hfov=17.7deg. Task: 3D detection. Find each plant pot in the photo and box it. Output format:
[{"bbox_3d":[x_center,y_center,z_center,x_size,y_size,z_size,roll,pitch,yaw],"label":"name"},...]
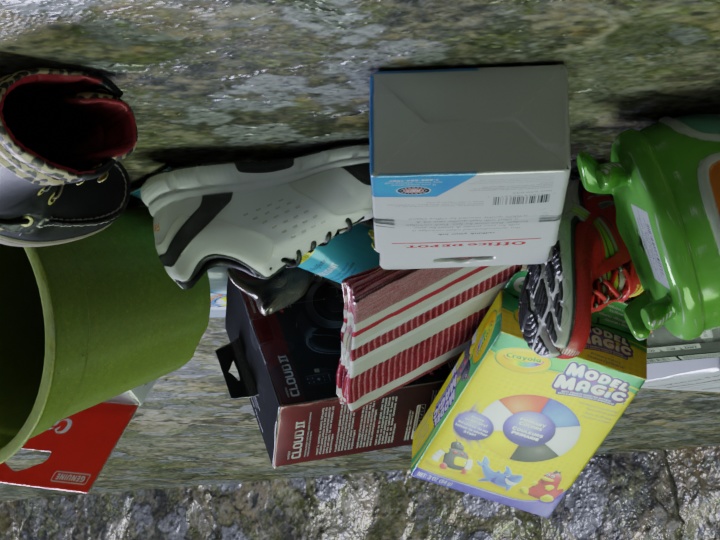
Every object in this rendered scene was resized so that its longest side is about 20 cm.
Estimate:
[{"bbox_3d":[-0.210,0.023,1.607,0.200,0.201,0.190,-11,180,42],"label":"plant pot"}]

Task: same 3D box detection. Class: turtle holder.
[{"bbox_3d":[0.220,-0.027,1.462,0.131,0.141,0.186,-19,159,-1],"label":"turtle holder"}]

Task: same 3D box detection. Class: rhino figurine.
[{"bbox_3d":[0.000,0.000,1.708,0.199,0.088,0.060,-1,172,-11],"label":"rhino figurine"}]

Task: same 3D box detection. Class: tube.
[{"bbox_3d":[-0.059,-0.033,1.613,0.200,0.051,0.077,19,155,-24],"label":"tube"}]

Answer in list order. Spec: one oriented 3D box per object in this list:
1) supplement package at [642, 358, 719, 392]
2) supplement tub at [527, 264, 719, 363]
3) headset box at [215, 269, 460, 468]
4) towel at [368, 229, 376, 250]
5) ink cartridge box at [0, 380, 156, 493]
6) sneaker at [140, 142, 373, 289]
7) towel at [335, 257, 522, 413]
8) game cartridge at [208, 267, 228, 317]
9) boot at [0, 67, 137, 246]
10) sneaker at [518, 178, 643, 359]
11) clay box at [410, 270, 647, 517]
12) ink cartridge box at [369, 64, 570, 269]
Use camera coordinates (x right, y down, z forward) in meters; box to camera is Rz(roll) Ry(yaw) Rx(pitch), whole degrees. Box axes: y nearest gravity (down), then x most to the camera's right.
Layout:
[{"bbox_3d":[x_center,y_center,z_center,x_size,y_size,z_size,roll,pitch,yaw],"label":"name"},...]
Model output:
[{"bbox_3d":[0.322,0.037,1.895,0.200,0.117,0.117,6,168,-35],"label":"supplement package"},{"bbox_3d":[0.232,0.005,1.685,0.199,0.123,0.122,-7,169,24],"label":"supplement tub"},{"bbox_3d":[-0.008,0.061,1.766,0.199,0.149,0.077,-9,138,-16],"label":"headset box"},{"bbox_3d":[0.064,-0.036,1.583,0.086,0.018,0.200,-32,171,11],"label":"towel"},{"bbox_3d":[-0.252,0.090,1.866,0.200,0.174,0.044,1,140,42],"label":"ink cartridge box"},{"bbox_3d":[-0.040,-0.034,1.519,0.199,0.080,0.074,-9,167,1],"label":"sneaker"},{"bbox_3d":[0.049,0.024,1.609,0.144,0.023,0.200,-27,158,-14],"label":"towel"},{"bbox_3d":[-0.100,0.009,1.895,0.133,0.041,0.200,4,169,-9],"label":"game cartridge"},{"bbox_3d":[-0.185,-0.067,1.360,0.200,0.073,0.150,15,161,-42],"label":"boot"},{"bbox_3d":[0.158,-0.002,1.549,0.085,0.077,0.200,19,-149,-1],"label":"sneaker"},{"bbox_3d":[0.125,0.090,1.668,0.115,0.048,0.200,18,135,-11],"label":"clay box"},{"bbox_3d":[0.063,-0.059,1.406,0.115,0.067,0.200,-2,165,0],"label":"ink cartridge box"}]
